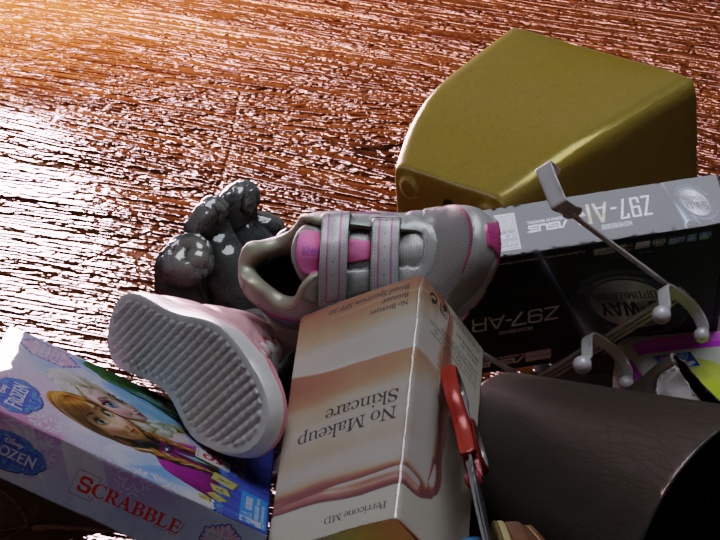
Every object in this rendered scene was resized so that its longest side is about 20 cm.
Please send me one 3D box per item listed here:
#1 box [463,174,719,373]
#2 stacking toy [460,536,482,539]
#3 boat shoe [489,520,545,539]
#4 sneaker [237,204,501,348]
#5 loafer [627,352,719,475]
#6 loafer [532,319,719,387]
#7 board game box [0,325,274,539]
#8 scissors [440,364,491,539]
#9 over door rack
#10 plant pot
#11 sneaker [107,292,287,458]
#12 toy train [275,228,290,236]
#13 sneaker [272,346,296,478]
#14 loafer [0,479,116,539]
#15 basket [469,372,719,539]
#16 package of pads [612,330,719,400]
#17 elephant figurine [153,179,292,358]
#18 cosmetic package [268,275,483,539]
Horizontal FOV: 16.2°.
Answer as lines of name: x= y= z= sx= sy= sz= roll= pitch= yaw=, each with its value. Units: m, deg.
box: x=0.161 y=0.005 z=1.827 sx=0.199 sy=0.160 sz=0.044 roll=-8 pitch=58 yaw=-2
stacking toy: x=-0.015 y=0.215 z=1.506 sx=0.199 sy=0.117 sz=0.110 roll=1 pitch=12 yaw=38
boat shoe: x=0.125 y=0.220 z=1.504 sx=0.067 sy=0.072 sz=0.200 roll=-6 pitch=33 yaw=-15
sneaker: x=0.000 y=0.000 z=1.682 sx=0.199 sy=0.082 sz=0.088 roll=-17 pitch=-28 yaw=30
loafer: x=0.262 y=0.123 z=1.682 sx=0.200 sy=0.072 sz=0.073 roll=32 pitch=11 yaw=12
loafer: x=0.232 y=0.052 z=1.925 sx=0.199 sy=0.070 sz=0.075 roll=-1 pitch=23 yaw=-5
board game box: x=-0.152 y=0.113 z=1.599 sx=0.199 sy=0.041 sz=0.200 roll=25 pitch=10 yaw=-6
scissors: x=0.063 y=0.113 z=1.510 sx=0.014 sy=0.073 sz=0.200 roll=-15 pitch=14 yaw=6
over door rack: x=0.133 y=0.033 z=1.747 sx=0.148 sy=0.200 sz=0.067 roll=-33 pitch=41 yaw=21
plant pot: x=0.135 y=-0.056 z=2.036 sx=0.194 sy=0.196 sz=0.200 roll=20 pitch=35 yaw=38
sneaker: x=-0.079 y=0.069 z=1.674 sx=0.104 sy=0.076 sz=0.200 roll=13 pitch=11 yaw=-36
toy train: x=0.015 y=0.043 z=1.784 sx=0.200 sy=0.042 sz=0.056 roll=46 pitch=18 yaw=9
sneaker: x=-0.008 y=0.088 z=1.796 sx=0.199 sy=0.091 sz=0.066 roll=-10 pitch=26 yaw=-26
loafer: x=-0.222 y=0.149 z=1.654 sx=0.199 sy=0.070 sz=0.075 roll=12 pitch=16 yaw=-19
basket: x=0.155 y=0.144 z=1.621 sx=0.200 sy=0.136 sz=0.180 roll=16 pitch=57 yaw=46
package of pads: x=0.298 y=0.098 z=1.820 sx=0.199 sy=0.068 sz=0.155 roll=-4 pitch=23 yaw=-11
elephant figurine: x=-0.053 y=0.039 z=1.882 sx=0.200 sy=0.155 sz=0.142 roll=36 pitch=70 yaw=14
cosmetic package: x=0.011 y=0.114 z=1.605 sx=0.103 sy=0.087 sz=0.201 roll=-20 pitch=41 yaw=24
